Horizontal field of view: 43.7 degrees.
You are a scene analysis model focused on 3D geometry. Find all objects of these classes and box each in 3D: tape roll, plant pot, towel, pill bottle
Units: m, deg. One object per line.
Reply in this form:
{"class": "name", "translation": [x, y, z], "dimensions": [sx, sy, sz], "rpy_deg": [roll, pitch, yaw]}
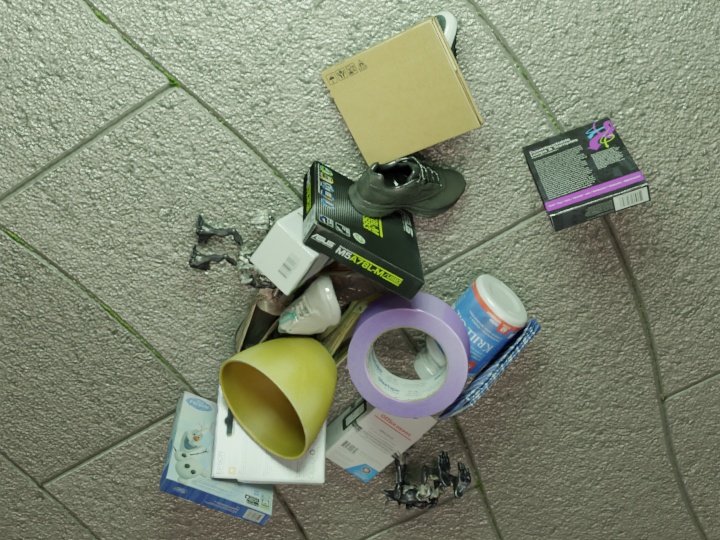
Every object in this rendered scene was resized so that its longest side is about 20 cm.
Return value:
{"class": "tape roll", "translation": [0.080, 0.138, 1.468], "dimensions": [0.196, 0.066, 0.204], "rpy_deg": [4, 114, 9]}
{"class": "plant pot", "translation": [-0.118, 0.192, 1.506], "dimensions": [0.198, 0.142, 0.202], "rpy_deg": [28, 138, 28]}
{"class": "towel", "translation": [0.216, 0.168, 1.516], "dimensions": [0.024, 0.200, 0.145], "rpy_deg": [45, 155, 4]}
{"class": "pill bottle", "translation": [0.182, 0.114, 1.535], "dimensions": [0.111, 0.113, 0.201], "rpy_deg": [29, 117, -20]}

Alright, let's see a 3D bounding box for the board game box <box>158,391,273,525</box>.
{"class": "board game box", "translation": [-0.246, 0.334, 1.604], "dimensions": [0.198, 0.201, 0.044], "rpy_deg": [25, 125, -18]}

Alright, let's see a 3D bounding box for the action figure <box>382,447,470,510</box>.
{"class": "action figure", "translation": [0.122, 0.401, 1.723], "dimensions": [0.118, 0.104, 0.199], "rpy_deg": [26, 144, -26]}

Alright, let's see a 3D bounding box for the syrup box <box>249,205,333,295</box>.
{"class": "syrup box", "translation": [-0.079, -0.043, 1.362], "dimensions": [0.081, 0.200, 0.079], "rpy_deg": [42, 115, 5]}

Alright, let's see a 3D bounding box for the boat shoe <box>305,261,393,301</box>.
{"class": "boat shoe", "translation": [0.000, 0.000, 1.479], "dimensions": [0.197, 0.073, 0.076], "rpy_deg": [-5, 141, 23]}

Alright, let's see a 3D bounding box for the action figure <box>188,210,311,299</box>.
{"class": "action figure", "translation": [-0.170, -0.026, 1.423], "dimensions": [0.196, 0.121, 0.102], "rpy_deg": [10, 161, 0]}

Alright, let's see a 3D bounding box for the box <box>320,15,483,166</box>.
{"class": "box", "translation": [0.057, -0.248, 1.287], "dimensions": [0.198, 0.021, 0.165], "rpy_deg": [-17, 112, 34]}

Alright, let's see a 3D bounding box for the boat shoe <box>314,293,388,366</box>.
{"class": "boat shoe", "translation": [0.002, 0.091, 1.528], "dimensions": [0.200, 0.064, 0.073], "rpy_deg": [-38, 140, 22]}

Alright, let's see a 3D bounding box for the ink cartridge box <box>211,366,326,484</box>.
{"class": "ink cartridge box", "translation": [-0.157, 0.272, 1.582], "dimensions": [0.196, 0.203, 0.041], "rpy_deg": [5, 160, -6]}

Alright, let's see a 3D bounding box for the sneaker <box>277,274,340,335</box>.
{"class": "sneaker", "translation": [-0.089, 0.070, 1.456], "dimensions": [0.087, 0.076, 0.200], "rpy_deg": [-14, 163, -19]}

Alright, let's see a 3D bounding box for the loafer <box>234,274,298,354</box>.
{"class": "loafer", "translation": [-0.156, 0.069, 1.517], "dimensions": [0.071, 0.063, 0.201], "rpy_deg": [24, 119, -15]}

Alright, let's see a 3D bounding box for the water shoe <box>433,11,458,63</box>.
{"class": "water shoe", "translation": [0.118, -0.282, 1.312], "dimensions": [0.078, 0.072, 0.202], "rpy_deg": [-4, 131, -24]}

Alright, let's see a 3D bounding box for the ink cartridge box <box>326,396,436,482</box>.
{"class": "ink cartridge box", "translation": [0.035, 0.290, 1.669], "dimensions": [0.115, 0.068, 0.200], "rpy_deg": [36, 115, -23]}

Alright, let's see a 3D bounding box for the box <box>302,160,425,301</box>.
{"class": "box", "translation": [0.002, -0.064, 1.358], "dimensions": [0.191, 0.201, 0.048], "rpy_deg": [26, 118, -18]}

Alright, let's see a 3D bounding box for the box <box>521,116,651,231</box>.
{"class": "box", "translation": [0.327, -0.145, 1.323], "dimensions": [0.141, 0.202, 0.036], "rpy_deg": [-18, 127, 10]}

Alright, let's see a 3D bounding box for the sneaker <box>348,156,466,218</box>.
{"class": "sneaker", "translation": [0.083, -0.130, 1.354], "dimensions": [0.197, 0.077, 0.091], "rpy_deg": [-10, 153, -30]}
